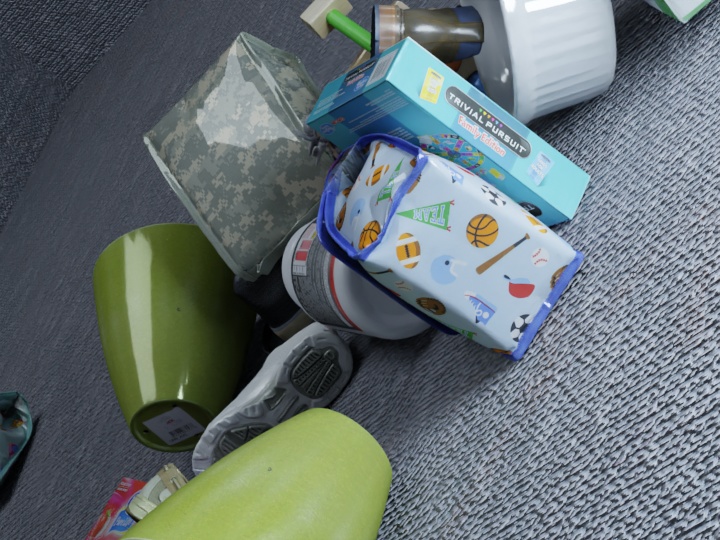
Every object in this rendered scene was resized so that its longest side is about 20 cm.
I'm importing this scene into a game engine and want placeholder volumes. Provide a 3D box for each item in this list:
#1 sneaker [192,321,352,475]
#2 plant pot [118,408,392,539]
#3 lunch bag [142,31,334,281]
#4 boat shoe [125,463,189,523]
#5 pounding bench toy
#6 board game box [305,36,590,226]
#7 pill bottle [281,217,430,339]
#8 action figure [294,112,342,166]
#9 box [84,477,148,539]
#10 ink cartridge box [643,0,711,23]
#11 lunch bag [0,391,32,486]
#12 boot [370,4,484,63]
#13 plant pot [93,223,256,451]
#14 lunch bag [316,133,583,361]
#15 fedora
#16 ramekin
[{"bbox_3d":[-0.083,0.129,1.783,0.200,0.078,0.099,-43,13,9],"label":"sneaker"},{"bbox_3d":[-0.066,0.208,1.447,0.200,0.187,0.187,-50,12,-35],"label":"plant pot"},{"bbox_3d":[-0.097,-0.107,1.850,0.164,0.117,0.201,-44,59,20],"label":"lunch bag"},{"bbox_3d":[-0.119,0.226,1.585,0.200,0.073,0.063,22,69,43],"label":"boat shoe"},{"bbox_3d":[0.039,-0.197,1.815,0.125,0.199,0.156,-54,17,0],"label":"pounding bench toy"},{"bbox_3d":[0.072,-0.102,1.560,0.151,0.199,0.047,-19,40,61],"label":"board game box"},{"bbox_3d":[0.000,0.000,1.703,0.116,0.115,0.200,-58,18,-9],"label":"pill bottle"},{"bbox_3d":[0.034,-0.118,1.687,0.130,0.198,0.070,143,129,-62],"label":"action figure"},{"bbox_3d":[-0.188,0.266,1.753,0.100,0.095,0.200,-59,18,-14],"label":"box"},{"bbox_3d":[0.271,-0.297,1.534,0.145,0.088,0.200,-40,17,5],"label":"ink cartridge box"},{"bbox_3d":[-0.572,0.275,2.695,0.170,0.122,0.200,-47,11,31],"label":"lunch bag"},{"bbox_3d":[0.057,-0.199,1.656,0.200,0.096,0.076,-95,5,-87],"label":"boot"},{"bbox_3d":[-0.197,0.086,1.984,0.187,0.186,0.201,-42,37,35],"label":"plant pot"},{"bbox_3d":[0.061,-0.026,1.509,0.124,0.169,0.200,-55,19,4],"label":"lunch bag"},{"bbox_3d":[-0.070,-0.015,1.944,0.201,0.091,0.201,-48,19,22],"label":"fedora"},{"bbox_3d":[0.150,-0.231,1.601,0.097,0.202,0.201,-15,19,-5],"label":"ramekin"}]
